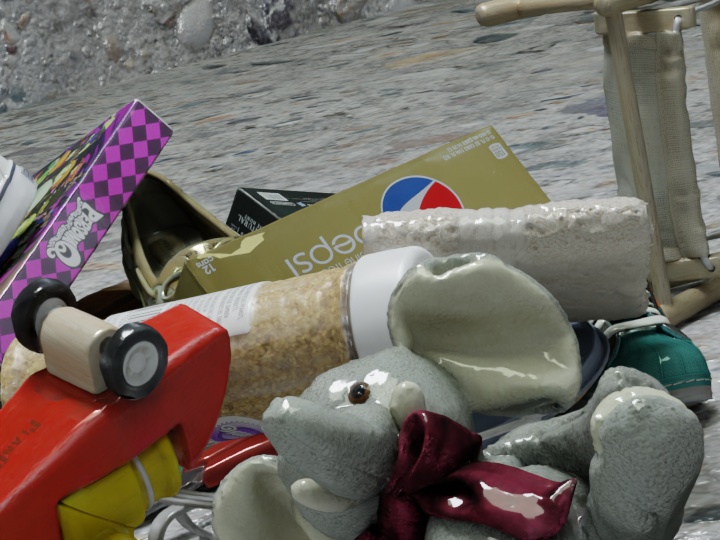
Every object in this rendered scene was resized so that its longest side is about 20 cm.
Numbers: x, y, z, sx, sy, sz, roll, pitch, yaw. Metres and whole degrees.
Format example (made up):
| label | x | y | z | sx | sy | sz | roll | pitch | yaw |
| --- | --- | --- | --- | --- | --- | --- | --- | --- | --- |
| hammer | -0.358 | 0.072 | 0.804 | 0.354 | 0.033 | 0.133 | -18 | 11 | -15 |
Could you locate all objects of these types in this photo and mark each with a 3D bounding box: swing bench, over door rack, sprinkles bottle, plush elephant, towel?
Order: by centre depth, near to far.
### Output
| label | x | y | z | sx | sy | sz | roll | pitch | yaw |
| --- | --- | --- | --- | --- | --- | --- | --- | --- | --- |
| plush elephant | 0.028 | 0.082 | 1.005 | 0.154 | 0.165 | 0.200 | 34 | 5 | 13 |
| sprinkles bottle | -0.057 | 0.041 | 1.244 | 0.199 | 0.069 | 0.068 | -12 | 8 | 20 |
| over door rack | -0.014 | 0.092 | 1.273 | 0.199 | 0.067 | 0.147 | -30 | 21 | -35 |
| towel | 0.072 | -0.003 | 1.327 | 0.131 | 0.035 | 0.200 | -5 | -10 | 4 |
| swing bench | 0.194 | -0.086 | 1.711 | 0.199 | 0.200 | 0.129 | -18 | 12 | -35 |

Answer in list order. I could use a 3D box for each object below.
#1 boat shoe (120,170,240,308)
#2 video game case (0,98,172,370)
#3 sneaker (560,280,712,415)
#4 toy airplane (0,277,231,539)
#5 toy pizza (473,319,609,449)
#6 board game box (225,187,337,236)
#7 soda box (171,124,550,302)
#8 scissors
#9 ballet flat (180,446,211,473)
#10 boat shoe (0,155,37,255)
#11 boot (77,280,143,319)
| label | x | y | z | sx | sy | sz | roll | pitch | yaw |
| --- | --- | --- | --- | --- | --- | --- | --- | --- | --- |
| boat shoe | -0.096 | -0.005 | 1.619 | 0.073 | 0.064 | 0.201 | -20 | 21 | -10 |
| video game case | -0.208 | 0.006 | 1.664 | 0.181 | 0.036 | 0.200 | -29 | 24 | 51 |
| sneaker | 0.124 | 0.027 | 1.479 | 0.071 | 0.081 | 0.200 | -11 | 10 | -15 |
| toy airplane | -0.137 | 0.119 | 1.158 | 0.198 | 0.141 | 0.201 | -18 | 44 | 15 |
| toy pizza | 0.031 | 0.074 | 1.407 | 0.199 | 0.032 | 0.200 | -19 | 15 | 5 |
| board game box | 0.039 | -0.004 | 1.609 | 0.199 | 0.028 | 0.135 | 2 | 25 | -43 |
| soda box | 0.000 | 0.000 | 1.456 | 0.199 | 0.064 | 0.068 | -26 | -24 | -29 |
| scissors | -0.085 | 0.103 | 1.380 | 0.199 | 0.014 | 0.073 | -27 | 19 | -18 |
| ballet flat | -0.087 | 0.074 | 1.469 | 0.200 | 0.068 | 0.068 | -39 | -11 | -33 |
| boat shoe | -0.257 | 0.015 | 1.576 | 0.201 | 0.066 | 0.072 | -57 | 19 | -8 |
| boot | -0.112 | 0.050 | 1.675 | 0.199 | 0.074 | 0.154 | -4 | 17 | 41 |
